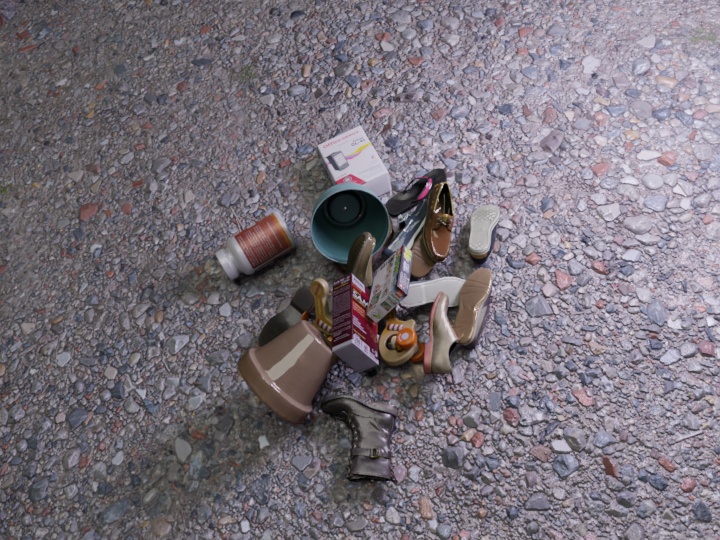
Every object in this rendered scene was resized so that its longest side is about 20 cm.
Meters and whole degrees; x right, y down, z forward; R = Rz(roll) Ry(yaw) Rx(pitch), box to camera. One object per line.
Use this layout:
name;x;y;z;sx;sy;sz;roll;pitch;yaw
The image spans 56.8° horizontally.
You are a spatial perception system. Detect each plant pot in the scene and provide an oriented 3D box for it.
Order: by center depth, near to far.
plant pot;-0.146;0.213;1.495;0.175;0.200;0.200;-45;59;3
plant pot;-0.034;-0.138;1.690;0.198;0.202;0.135;-18;30;1

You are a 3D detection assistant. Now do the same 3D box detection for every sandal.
sandal;0.154;-0.217;1.811;0.199;0.045;0.075;-34;57;-9

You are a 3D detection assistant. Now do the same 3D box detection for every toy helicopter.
toy helicopter;-0.096;0.117;1.594;0.131;0.203;0.079;3;16;35
toy helicopter;0.071;0.141;1.598;0.131;0.079;0.202;-24;46;14

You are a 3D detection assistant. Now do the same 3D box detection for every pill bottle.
pill bottle;-0.279;-0.061;1.770;0.199;0.113;0.113;-31;57;-9

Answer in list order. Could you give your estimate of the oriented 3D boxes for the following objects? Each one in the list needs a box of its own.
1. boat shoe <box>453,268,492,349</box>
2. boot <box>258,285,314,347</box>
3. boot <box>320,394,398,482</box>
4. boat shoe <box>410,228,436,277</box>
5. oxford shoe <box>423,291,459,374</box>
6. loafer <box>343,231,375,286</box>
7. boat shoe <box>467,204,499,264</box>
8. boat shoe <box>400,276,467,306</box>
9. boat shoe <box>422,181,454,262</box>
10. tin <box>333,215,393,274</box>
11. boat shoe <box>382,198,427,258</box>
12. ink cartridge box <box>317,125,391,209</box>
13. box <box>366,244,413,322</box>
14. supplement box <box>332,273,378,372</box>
boat shoe;0.272;0.092;1.582;0.071;0.065;0.202;2;60;33
boot;-0.173;0.125;1.666;0.074;0.075;0.200;43;93;13
boot;-0.010;0.373;1.467;0.197;0.070;0.176;5;59;13
boat shoe;0.175;-0.064;1.711;0.073;0.063;0.201;30;69;-1
oxford shoe;0.193;0.145;1.534;0.074;0.071;0.203;3;67;16
loafer;0.000;0.000;1.651;0.067;0.202;0.076;12;24;-20
boat shoe;0.312;-0.094;1.693;0.074;0.063;0.201;2;44;19
boat shoe;0.176;0.049;1.617;0.197;0.074;0.062;-4;12;-15
boat shoe;0.197;-0.123;1.663;0.071;0.068;0.203;3;73;-14
tin;0.008;-0.072;1.759;0.111;0.042;0.200;29;69;31
boat shoe;0.122;-0.111;1.733;0.061;0.075;0.202;31;74;-5
ink cartridge box;-0.019;-0.289;1.871;0.146;0.086;0.201;-25;58;-4
box;0.072;0.028;1.593;0.110;0.035;0.201;-43;16;27
supplement box;-0.013;0.120;1.544;0.060;0.109;0.202;-25;45;24
